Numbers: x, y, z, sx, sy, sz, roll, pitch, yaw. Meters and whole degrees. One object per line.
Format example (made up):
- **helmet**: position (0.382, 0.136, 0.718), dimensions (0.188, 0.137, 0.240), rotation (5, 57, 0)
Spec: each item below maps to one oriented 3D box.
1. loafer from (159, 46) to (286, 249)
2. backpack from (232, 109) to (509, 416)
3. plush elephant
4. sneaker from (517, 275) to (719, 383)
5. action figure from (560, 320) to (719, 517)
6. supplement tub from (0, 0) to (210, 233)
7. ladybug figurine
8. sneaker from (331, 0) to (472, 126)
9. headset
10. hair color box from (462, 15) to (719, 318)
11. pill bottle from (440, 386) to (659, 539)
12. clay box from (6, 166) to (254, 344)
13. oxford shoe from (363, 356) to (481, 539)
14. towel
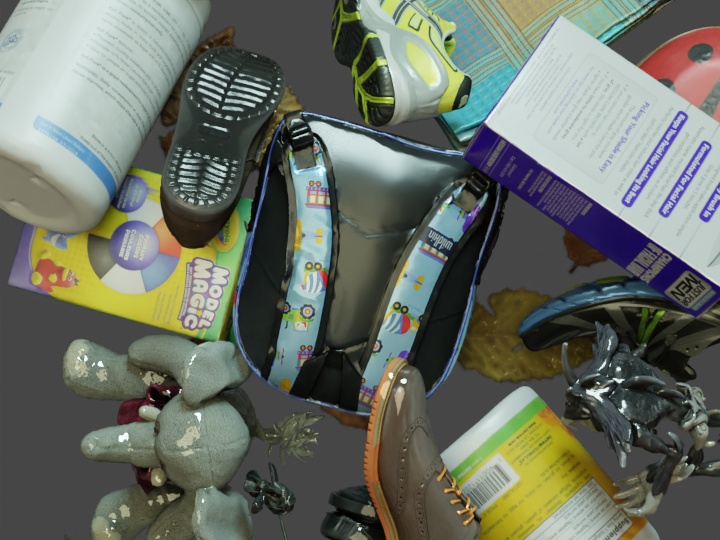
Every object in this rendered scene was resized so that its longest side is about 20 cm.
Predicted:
- **loafer**: position (-0.111, -0.093, 1.321), dimensions (0.073, 0.071, 0.200), rotation (21, 44, 0)
- **backpack**: position (0.000, 0.000, 1.292), dimensions (0.182, 0.135, 0.200), rotation (14, 89, -3)
- **plush elephant**: position (-0.134, 0.125, 1.297), dimensions (0.200, 0.155, 0.165), rotation (-4, 85, 7)
- **sneaker**: position (0.213, 0.044, 1.301), dimensions (0.199, 0.071, 0.083), rotation (-4, 95, 12)
- **action figure**: position (0.201, 0.112, 1.241), dimensions (0.200, 0.119, 0.102), rotation (20, 132, -27)
- **supplement tub**: position (-0.208, -0.141, 1.309), dimensions (0.132, 0.132, 0.200), rotation (23, 67, 8)
- **ladybug figurine**: position (0.241, -0.094, 1.309), dimensions (0.136, 0.072, 0.200), rotation (26, 89, 8)
- **sneaker**: position (0.027, -0.173, 1.313), dimensions (0.076, 0.075, 0.200), rotation (1, 45, -15)
- **headset**: position (-0.008, 0.209, 1.277), dimensions (0.200, 0.094, 0.124), rotation (44, 75, -22)
- **hair color box**: position (0.185, -0.071, 1.223), dimensions (0.200, 0.065, 0.109), rotation (34, 66, 4)
- **pill bottle**: position (0.144, 0.192, 1.281), dimensions (0.111, 0.111, 0.200), rotation (-41, 83, 3)
- **clay box**: position (-0.158, -0.016, 1.365), dimensions (0.200, 0.048, 0.115), rotation (14, 87, 8)
- **oxford shoe**: position (0.049, 0.153, 1.224), dimensions (0.073, 0.071, 0.200), rotation (2, 114, 22)
- **towel**: position (0.120, -0.191, 1.323), dimensions (0.200, 0.022, 0.147), rotation (-36, 51, 3)
